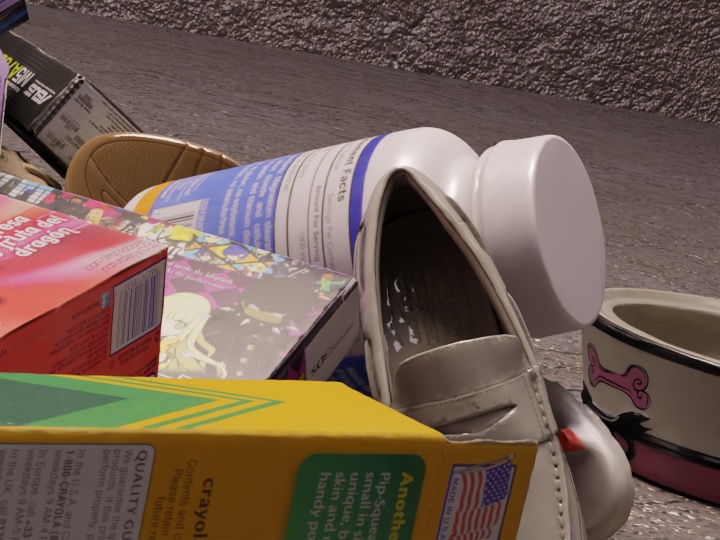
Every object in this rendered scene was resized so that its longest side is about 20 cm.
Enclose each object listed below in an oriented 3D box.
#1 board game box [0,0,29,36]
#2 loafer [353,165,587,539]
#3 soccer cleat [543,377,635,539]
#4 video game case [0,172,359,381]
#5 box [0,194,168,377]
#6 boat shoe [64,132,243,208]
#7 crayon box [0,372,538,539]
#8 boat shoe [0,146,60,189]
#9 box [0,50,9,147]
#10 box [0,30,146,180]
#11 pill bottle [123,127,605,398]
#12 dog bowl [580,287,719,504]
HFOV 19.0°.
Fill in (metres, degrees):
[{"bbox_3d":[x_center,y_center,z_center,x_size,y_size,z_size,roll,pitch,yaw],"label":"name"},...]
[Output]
[{"bbox_3d":[-0.226,-0.105,0.956,0.200,0.062,0.200,-34,8,-19],"label":"board game box"},{"bbox_3d":[0.035,0.052,0.783,0.070,0.070,0.201,-18,56,-1],"label":"loafer"},{"bbox_3d":[0.063,0.071,0.970,0.077,0.070,0.200,8,8,-38],"label":"soccer cleat"},{"bbox_3d":[-0.128,0.039,0.765,0.199,0.036,0.181,16,42,21],"label":"video game case"},{"bbox_3d":[-0.146,0.055,0.596,0.094,0.103,0.200,16,25,23],"label":"box"},{"bbox_3d":[-0.053,-0.006,1.063,0.199,0.072,0.065,21,-17,-6],"label":"boat shoe"},{"bbox_3d":[-0.056,0.092,0.536,0.199,0.126,0.052,5,12,-39],"label":"crayon box"},{"bbox_3d":[-0.180,-0.032,1.067,0.072,0.065,0.200,-20,-14,14],"label":"boat shoe"},{"bbox_3d":[-0.240,-0.044,0.784,0.199,0.097,0.176,-23,25,4],"label":"box"},{"bbox_3d":[-0.125,-0.046,1.174,0.200,0.048,0.193,45,-8,-29],"label":"box"},{"bbox_3d":[0.000,0.000,0.932,0.199,0.113,0.112,-10,0,25],"label":"pill bottle"},{"bbox_3d":[0.205,0.071,1.118,0.199,0.074,0.200,12,11,-2],"label":"dog bowl"}]
